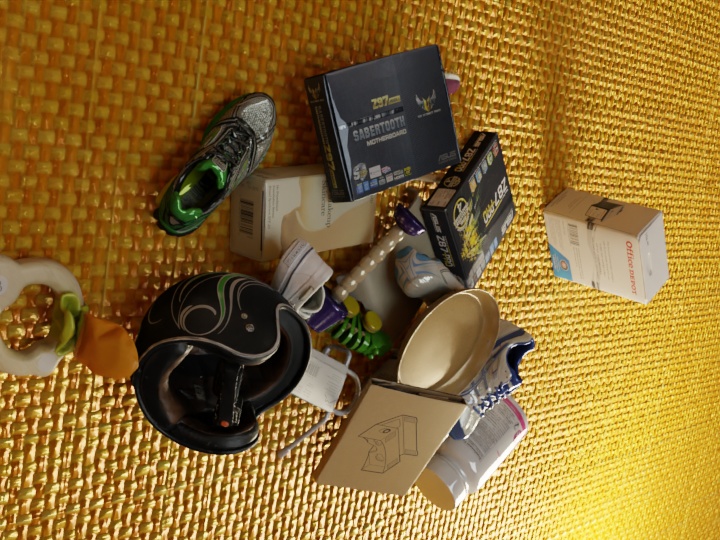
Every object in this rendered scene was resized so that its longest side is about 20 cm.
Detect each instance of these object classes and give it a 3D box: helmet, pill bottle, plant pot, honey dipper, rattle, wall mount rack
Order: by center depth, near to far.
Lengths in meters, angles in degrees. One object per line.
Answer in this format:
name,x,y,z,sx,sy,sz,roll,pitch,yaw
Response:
rattle,-0.339,0.047,0.967,0.130,0.143,0.201,-42,139,-4
helmet,-0.160,0.096,1.128,0.191,0.195,0.204,-69,156,-63
wall mount rack,-0.091,0.166,1.320,0.199,0.074,0.177,34,74,-47
plant pot,0.122,0.110,1.405,0.198,0.027,0.203,-25,133,-30
honey dipper,0.066,-0.137,1.413,0.198,0.037,0.039,2,102,-51
pill bottle,0.181,0.296,1.619,0.199,0.112,0.115,-41,129,-30

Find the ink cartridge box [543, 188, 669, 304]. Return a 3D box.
ink cartridge box,0.431,-0.045,1.708,0.086,0.198,0.149,-39,129,-30

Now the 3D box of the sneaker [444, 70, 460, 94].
sneaker,0.057,-0.231,1.344,0.197,0.074,0.092,-12,109,-35

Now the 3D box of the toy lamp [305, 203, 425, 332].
toy lamp,0.000,0.000,1.287,0.200,0.058,0.058,-48,137,9

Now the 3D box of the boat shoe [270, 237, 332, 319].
boat shoe,-0.078,0.031,1.209,0.074,0.066,0.200,-50,174,-20

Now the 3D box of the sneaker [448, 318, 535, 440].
sneaker,0.198,0.172,1.492,0.075,0.087,0.203,35,77,-50

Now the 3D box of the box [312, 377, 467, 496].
box,0.040,0.245,1.405,0.161,0.021,0.202,14,123,-27

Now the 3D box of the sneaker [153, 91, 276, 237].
sneaker,-0.156,-0.124,1.123,0.078,0.085,0.202,38,72,-17

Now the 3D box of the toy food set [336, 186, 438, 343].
toy food set,0.047,-0.006,1.425,0.201,0.059,0.145,-53,135,-32

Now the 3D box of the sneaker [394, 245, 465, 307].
sneaker,0.109,0.017,1.413,0.199,0.071,0.074,34,36,-59

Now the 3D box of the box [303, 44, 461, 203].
box,0.033,-0.190,1.247,0.198,0.051,0.161,-22,104,-35

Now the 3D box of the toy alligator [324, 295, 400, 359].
toy alligator,0.005,0.096,1.362,0.198,0.059,0.055,35,38,-22

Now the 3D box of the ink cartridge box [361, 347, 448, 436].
ink cartridge box,0.103,0.187,1.520,0.200,0.083,0.146,-42,131,-31

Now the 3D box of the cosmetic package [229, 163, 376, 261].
cosmetic package,-0.070,-0.080,1.255,0.198,0.070,0.108,-13,112,-44

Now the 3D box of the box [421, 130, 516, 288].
box,0.171,-0.091,1.500,0.201,0.048,0.163,-54,139,-38
